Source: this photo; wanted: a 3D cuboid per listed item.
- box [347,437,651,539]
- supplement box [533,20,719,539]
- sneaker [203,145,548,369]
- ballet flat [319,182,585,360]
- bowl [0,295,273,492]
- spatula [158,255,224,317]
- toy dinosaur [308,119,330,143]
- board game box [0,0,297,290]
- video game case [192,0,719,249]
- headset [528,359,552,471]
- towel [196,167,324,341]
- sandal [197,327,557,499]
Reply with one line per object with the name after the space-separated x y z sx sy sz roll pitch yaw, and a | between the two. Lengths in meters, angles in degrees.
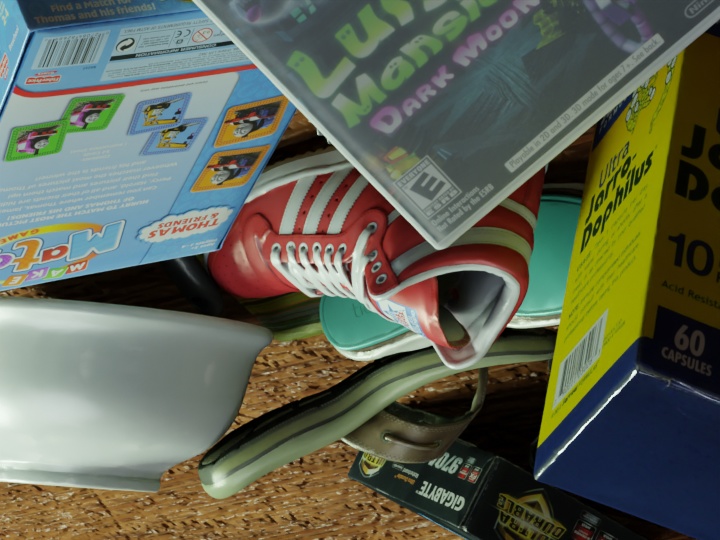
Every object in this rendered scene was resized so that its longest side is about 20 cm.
0.109 0.149 1.352 0.199 0.046 0.159 30 174 -23 | box
0.156 0.000 1.045 0.108 0.201 0.110 20 146 -10 | supplement box
0.000 0.000 1.164 0.199 0.113 0.071 -22 137 33 | sneaker
0.070 0.001 1.207 0.199 0.070 0.069 -17 136 36 | ballet flat
-0.148 0.067 1.273 0.199 0.091 0.201 4 174 0 | bowl
-0.128 -0.050 1.193 0.056 0.021 0.200 -15 125 44 | spatula
0.029 -0.102 1.026 0.101 0.078 0.200 2 155 -14 | toy dinosaur
-0.100 -0.062 1.033 0.150 0.037 0.200 -11 152 -30 | board game box
0.054 -0.125 0.964 0.200 0.023 0.182 -39 126 9 | video game case
0.164 0.053 1.215 0.123 0.095 0.199 37 150 -30 | headset
-0.070 -0.027 1.252 0.086 0.018 0.200 -16 136 35 | towel
0.013 0.078 1.273 0.200 0.080 0.058 -26 93 6 | sandal
